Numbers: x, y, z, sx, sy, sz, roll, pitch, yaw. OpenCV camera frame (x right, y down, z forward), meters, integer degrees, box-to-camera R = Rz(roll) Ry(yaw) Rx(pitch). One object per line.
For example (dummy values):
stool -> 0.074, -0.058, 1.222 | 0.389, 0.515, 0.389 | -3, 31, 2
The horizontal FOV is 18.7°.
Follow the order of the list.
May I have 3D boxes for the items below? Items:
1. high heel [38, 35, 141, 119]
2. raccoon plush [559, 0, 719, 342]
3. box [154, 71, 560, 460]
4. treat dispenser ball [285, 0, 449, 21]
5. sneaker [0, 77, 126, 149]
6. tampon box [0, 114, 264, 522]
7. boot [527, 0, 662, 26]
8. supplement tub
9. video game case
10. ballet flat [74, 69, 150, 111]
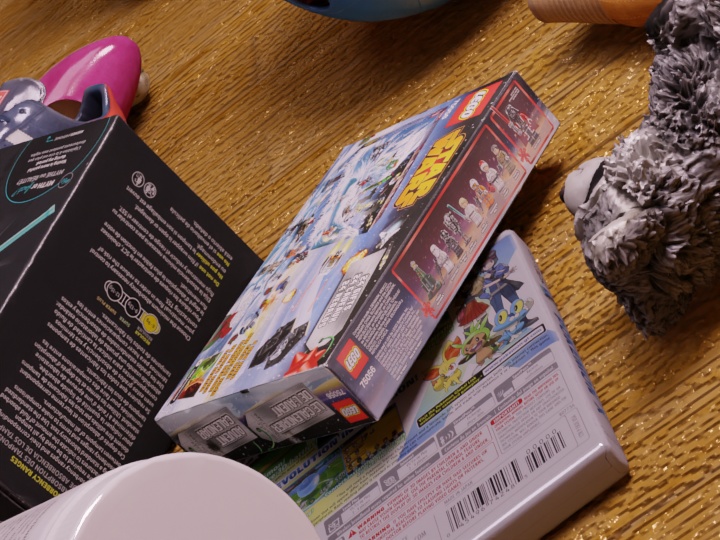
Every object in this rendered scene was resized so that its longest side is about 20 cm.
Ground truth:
high heel -> -0.201, -0.061, 1.382 | 0.200, 0.067, 0.096 | -48, 22, 2
raccoon plush -> 0.170, -0.048, 0.867 | 0.199, 0.097, 0.135 | -12, 50, 45
box -> 0.000, 0.000, 1.035 | 0.137, 0.040, 0.200 | -21, 29, 50
treat dispenser ball -> 0.003, -0.241, 1.219 | 0.200, 0.201, 0.201 | -32, 30, 22
sneaker -> -0.224, -0.069, 1.309 | 0.199, 0.085, 0.075 | -15, 6, -42
tampon box -> -0.173, 0.044, 1.149 | 0.149, 0.126, 0.201 | -9, 45, 48
boot -> 0.176, -0.201, 1.094 | 0.144, 0.071, 0.202 | -2, 53, 44
supplement tub -> -0.112, 0.157, 0.879 | 0.200, 0.132, 0.132 | -27, 30, 51
video game case -> 0.013, 0.090, 0.955 | 0.200, 0.022, 0.183 | -39, 29, 12
ballet flat -> -0.220, -0.084, 1.482 | 0.199, 0.057, 0.066 | -26, 0, 24
